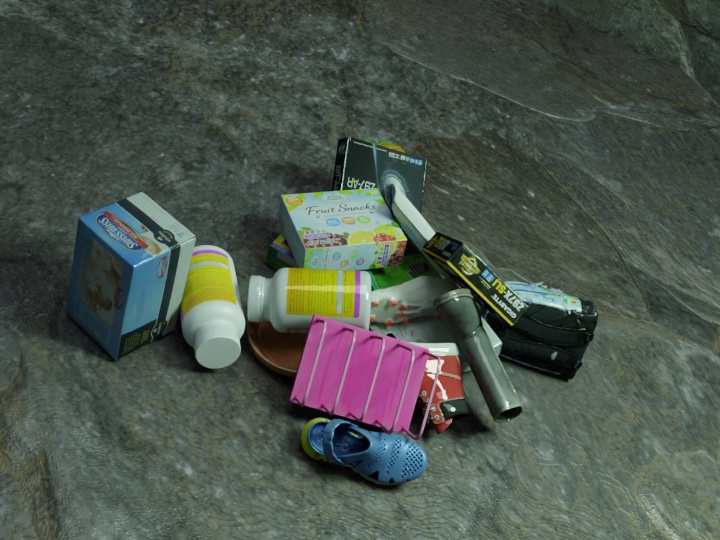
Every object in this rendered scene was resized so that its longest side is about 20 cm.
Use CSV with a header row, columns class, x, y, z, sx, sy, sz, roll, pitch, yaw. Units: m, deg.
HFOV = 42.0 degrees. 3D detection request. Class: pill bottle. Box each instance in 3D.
class,x,y,z,sx,sy,sz,roll,pitch,yaw
pill bottle,-0.246,0.060,1.535,0.103,0.105,0.202,5,41,-22
pill bottle,-0.083,0.050,1.536,0.196,0.105,0.105,3,40,-3

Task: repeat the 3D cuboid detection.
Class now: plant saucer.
class,x,y,z,sx,sy,sz,roll,pitch,yaw
plant saucer,-0.094,0.102,1.591,0.196,0.033,0.202,2,46,-2

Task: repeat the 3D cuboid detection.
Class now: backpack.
class,x,y,z,sx,sy,sz,roll,pitch,yaw
backpack,0.318,0.101,1.755,0.196,0.165,0.155,4,32,-12

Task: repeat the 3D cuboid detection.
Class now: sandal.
class,x,y,z,sx,sy,sz,roll,pitch,yaw
sandal,0.008,0.273,1.417,0.196,0.087,0.081,13,71,-6

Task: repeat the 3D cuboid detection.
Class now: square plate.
class,x,y,z,sx,sy,sz,roll,pitch,yaw
square plate,0.118,-0.071,1.813,0.199,0.028,0.200,50,11,-11

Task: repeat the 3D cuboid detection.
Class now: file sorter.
class,x,y,z,sx,sy,sz,roll,pitch,yaw
file sorter,0.009,0.165,1.432,0.197,0.141,0.125,17,-3,-9

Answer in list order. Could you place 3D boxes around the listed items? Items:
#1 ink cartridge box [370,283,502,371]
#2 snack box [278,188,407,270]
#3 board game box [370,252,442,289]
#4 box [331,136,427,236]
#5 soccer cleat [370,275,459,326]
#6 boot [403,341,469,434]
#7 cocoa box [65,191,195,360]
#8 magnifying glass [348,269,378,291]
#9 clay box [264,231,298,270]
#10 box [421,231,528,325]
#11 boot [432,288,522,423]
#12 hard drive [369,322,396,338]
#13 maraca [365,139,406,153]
class,x,y,z,sx,sy,sz,roll,pitch,yaw
ink cartridge box,0.128,0.119,1.671,0.198,0.058,0.163,-23,55,-19
snack box,-0.036,-0.075,1.735,0.197,0.068,0.170,-4,40,-20
board game box,0.063,0.032,1.774,0.198,0.048,0.102,-14,50,-38
box,0.037,-0.167,1.896,0.197,0.043,0.163,12,82,-31
soccer cleat,0.084,0.049,1.658,0.196,0.070,0.078,-3,43,-18
boot,0.082,0.196,1.534,0.196,0.073,0.147,1,67,-18
cocoa box,-0.360,0.009,1.456,0.133,0.202,0.131,37,40,20
magnifying glass,0.000,0.000,1.723,0.078,0.023,0.201,17,37,-6
clay box,-0.086,-0.051,1.795,0.114,0.048,0.200,29,39,8
box,0.194,0.010,1.628,0.160,0.049,0.200,45,0,-12
boot,0.195,0.143,1.542,0.181,0.072,0.203,32,39,-58
hard drive,0.047,0.142,1.650,0.198,0.033,0.140,-13,51,-37
maraca,0.051,-0.227,2.027,0.135,0.108,0.201,2,38,-16
